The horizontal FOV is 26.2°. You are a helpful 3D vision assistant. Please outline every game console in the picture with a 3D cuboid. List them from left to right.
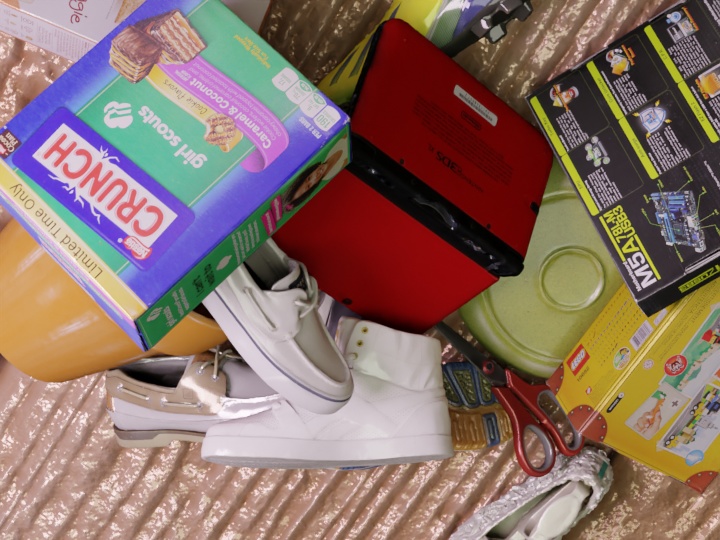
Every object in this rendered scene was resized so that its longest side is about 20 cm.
[{"bbox_3d":[0.031,-0.065,1.193,0.199,0.118,0.174,33,65,-34],"label":"game console"}]

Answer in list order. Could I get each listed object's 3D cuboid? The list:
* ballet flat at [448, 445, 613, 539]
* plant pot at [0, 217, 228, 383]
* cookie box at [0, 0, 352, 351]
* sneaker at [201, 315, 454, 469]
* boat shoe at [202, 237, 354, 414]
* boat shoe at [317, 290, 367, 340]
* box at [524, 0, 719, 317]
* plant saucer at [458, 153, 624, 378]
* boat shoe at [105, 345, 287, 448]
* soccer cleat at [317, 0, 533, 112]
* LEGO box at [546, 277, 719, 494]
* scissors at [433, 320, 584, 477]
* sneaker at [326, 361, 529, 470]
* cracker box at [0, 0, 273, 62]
[{"bbox_3d":[0.137,0.227,1.339,0.072,0.072,0.200,40,107,-12],"label":"ballet flat"},{"bbox_3d":[-0.197,-0.005,1.212,0.182,0.201,0.201,-31,107,28],"label":"plant pot"},{"bbox_3d":[-0.132,-0.076,1.053,0.171,0.075,0.200,42,77,16],"label":"cookie box"},{"bbox_3d":[-0.028,0.095,1.217,0.198,0.074,0.117,-2,79,-11],"label":"sneaker"},{"bbox_3d":[-0.064,0.018,1.133,0.066,0.072,0.200,-34,99,31],"label":"boat shoe"},{"bbox_3d":[0.000,0.000,1.258,0.060,0.074,0.202,14,112,-3],"label":"boat shoe"},{"bbox_3d":[0.250,-0.098,1.167,0.192,0.047,0.201,-33,62,13],"label":"box"},{"bbox_3d":[0.173,0.003,1.276,0.198,0.031,0.202,1,110,2],"label":"plant saucer"},{"bbox_3d":[-0.125,0.100,1.284,0.198,0.075,0.069,-10,109,19],"label":"boat shoe"},{"bbox_3d":[0.042,-0.189,1.206,0.199,0.065,0.084,-32,76,17],"label":"soccer cleat"},{"bbox_3d":[0.272,0.062,1.247,0.148,0.077,0.201,27,109,-28],"label":"LEGO box"},{"bbox_3d":[0.116,0.084,1.291,0.073,0.014,0.201,-41,100,-27],"label":"scissors"},{"bbox_3d":[0.042,0.124,1.310,0.198,0.088,0.076,-6,79,-16],"label":"sneaker"},{"bbox_3d":[-0.167,-0.214,1.162,0.198,0.058,0.135,22,71,-7],"label":"cracker box"}]
